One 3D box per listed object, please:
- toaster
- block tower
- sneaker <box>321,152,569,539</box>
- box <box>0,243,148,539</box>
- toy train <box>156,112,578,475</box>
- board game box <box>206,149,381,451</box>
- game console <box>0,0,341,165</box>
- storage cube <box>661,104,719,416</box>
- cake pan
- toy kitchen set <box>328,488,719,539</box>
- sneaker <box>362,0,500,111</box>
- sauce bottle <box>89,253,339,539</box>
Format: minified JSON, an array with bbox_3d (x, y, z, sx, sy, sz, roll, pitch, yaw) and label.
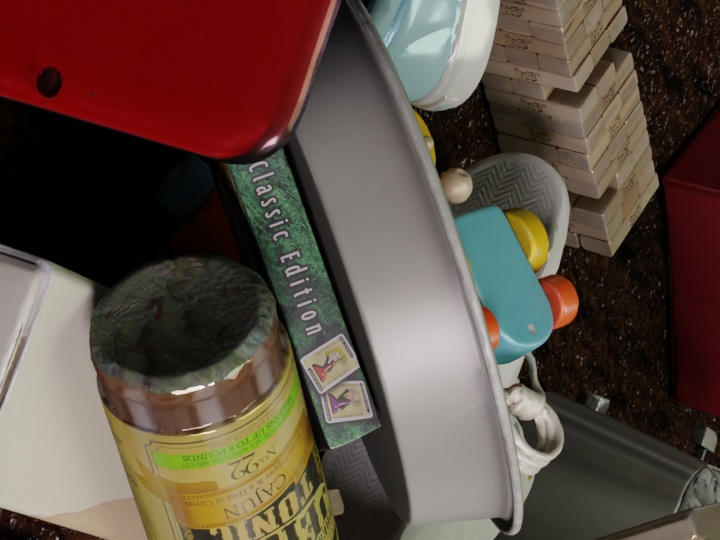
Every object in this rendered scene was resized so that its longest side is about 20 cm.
[{"bbox_3d":[0.119,0.166,1.277,0.114,0.128,0.201,30,79,-60],"label":"toaster"},{"bbox_3d":[0.092,-0.097,1.173,0.058,0.054,0.201,-54,145,-32],"label":"block tower"},{"bbox_3d":[0.050,0.047,1.166,0.201,0.073,0.115,-63,153,0],"label":"sneaker"},{"bbox_3d":[-0.101,0.046,0.871,0.200,0.094,0.078,29,80,-59],"label":"box"},{"bbox_3d":[0.000,0.000,1.019,0.200,0.055,0.151,37,46,-23],"label":"toy train"},{"bbox_3d":[-0.039,-0.037,0.853,0.105,0.023,0.201,132,-61,-86],"label":"board game box"},{"bbox_3d":[-0.056,-0.129,0.748,0.172,0.199,0.120,-30,130,-52],"label":"game console"},{"bbox_3d":[0.289,-0.012,1.432,0.200,0.179,0.172,-47,141,-38],"label":"storage cube"},{"bbox_3d":[0.005,-0.001,0.856,0.036,0.201,0.201,-19,133,-6],"label":"cake pan"},{"bbox_3d":[0.028,0.120,0.985,0.200,0.180,0.164,0,71,-60],"label":"toy kitchen set"},{"bbox_3d":[0.014,-0.165,0.990,0.081,0.074,0.202,0,93,-37],"label":"sneaker"},{"bbox_3d":[-0.039,0.085,0.840,0.065,0.064,0.201,-52,145,-33],"label":"sauce bottle"}]
